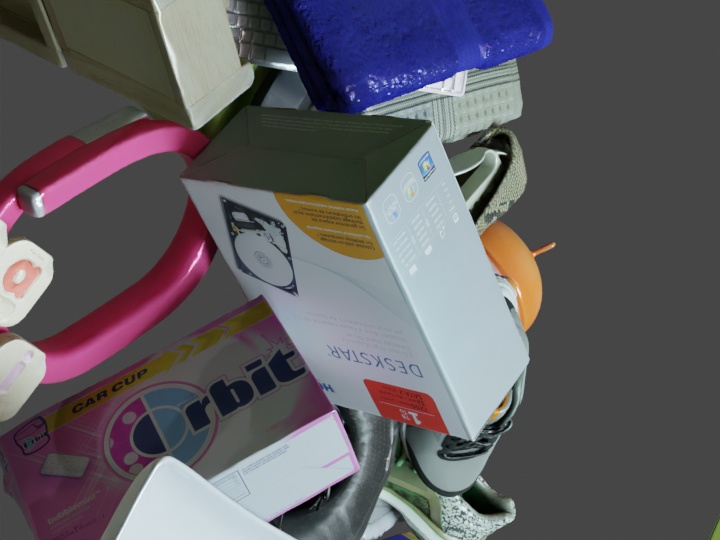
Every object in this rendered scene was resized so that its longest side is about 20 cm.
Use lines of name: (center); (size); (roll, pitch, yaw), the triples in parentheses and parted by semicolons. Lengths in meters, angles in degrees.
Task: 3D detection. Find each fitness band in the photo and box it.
fitness band: (-0.158, -0.015, 0.902); (0.200, 0.037, 0.144); (-36, 136, -38)

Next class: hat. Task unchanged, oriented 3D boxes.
hat: (-0.070, 0.120, 1.054); (0.200, 0.081, 0.201); (-4, 97, -39)

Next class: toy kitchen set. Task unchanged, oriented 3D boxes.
toy kitchen set: (-0.080, -0.158, 0.798); (0.200, 0.180, 0.163); (-43, 141, -26)

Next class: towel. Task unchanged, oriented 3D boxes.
towel: (0.045, -0.184, 1.066); (0.200, 0.034, 0.193); (-20, 106, -47)
towel: (0.022, -0.185, 0.964); (0.200, 0.050, 0.148); (-24, 83, -37)

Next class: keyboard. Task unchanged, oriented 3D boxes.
keyboard: (-0.009, -0.156, 0.978); (0.199, 0.011, 0.056); (5, 92, -31)

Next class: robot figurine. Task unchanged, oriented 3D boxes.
robot figurine: (0.058, 0.031, 1.150); (0.200, 0.117, 0.144); (-36, 154, -19)

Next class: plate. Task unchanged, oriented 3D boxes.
plate: (-0.120, 0.219, 0.835); (0.200, 0.032, 0.200); (-62, 146, -13)

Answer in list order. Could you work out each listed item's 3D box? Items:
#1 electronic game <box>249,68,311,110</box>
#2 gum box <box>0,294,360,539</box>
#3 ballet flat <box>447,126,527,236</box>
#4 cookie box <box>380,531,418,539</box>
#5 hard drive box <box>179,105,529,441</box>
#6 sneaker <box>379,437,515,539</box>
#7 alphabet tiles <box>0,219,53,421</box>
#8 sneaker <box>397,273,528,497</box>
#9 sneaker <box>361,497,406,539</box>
electronic game: (-0.025, -0.069, 1.054); (0.200, 0.042, 0.201); (-23, 118, -51)
gum box: (-0.116, 0.115, 0.905); (0.200, 0.114, 0.066); (-28, 137, -8)
ballet flat: (0.057, -0.035, 1.078); (0.200, 0.068, 0.075); (-50, 149, -28)
cookie box: (0.041, 0.308, 1.254); (0.200, 0.171, 0.075); (-1, 113, -55)
hard drive box: (0.000, 0.000, 0.933); (0.077, 0.156, 0.200); (-51, 132, -30)
sneaker: (0.047, 0.151, 1.175); (0.200, 0.089, 0.077); (37, 49, -18)
alphabet tiles: (-0.259, 0.046, 0.786); (0.196, 0.015, 0.200); (-54, 139, -5)
sneaker: (0.076, 0.098, 1.058); (0.074, 0.079, 0.201); (-6, 133, -16)
sneaker: (-0.003, 0.182, 1.232); (0.200, 0.075, 0.082); (-11, 83, -47)
